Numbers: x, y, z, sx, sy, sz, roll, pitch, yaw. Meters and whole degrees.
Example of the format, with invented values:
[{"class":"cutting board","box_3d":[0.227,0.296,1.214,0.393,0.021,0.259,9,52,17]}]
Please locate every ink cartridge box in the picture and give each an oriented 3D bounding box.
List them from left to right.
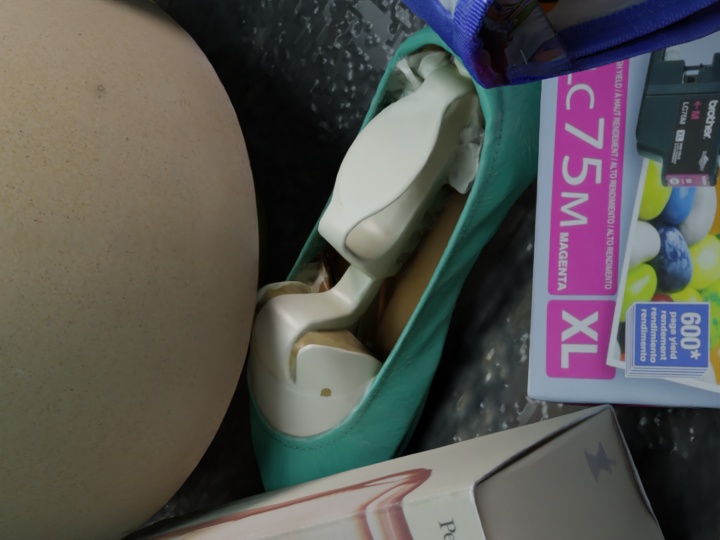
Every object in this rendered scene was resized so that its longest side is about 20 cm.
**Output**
[{"class":"ink cartridge box","box_3d":[0.140,-0.016,0.837,0.200,0.042,0.120,0,86,39]}]

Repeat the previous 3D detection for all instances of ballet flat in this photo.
[{"class":"ballet flat","box_3d":[0.000,0.000,0.932,0.067,0.070,0.200,40,111,35]}]

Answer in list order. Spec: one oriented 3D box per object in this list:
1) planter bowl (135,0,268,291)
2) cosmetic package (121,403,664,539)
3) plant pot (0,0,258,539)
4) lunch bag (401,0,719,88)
[{"class":"planter bowl","box_3d":[-0.094,-0.008,1.004,0.200,0.083,0.201,-4,84,40]},{"class":"cosmetic package","box_3d":[-0.003,0.119,0.897,0.200,0.087,0.103,-19,92,38]},{"class":"plant pot","box_3d":[-0.150,-0.005,0.910,0.200,0.134,0.201,-4,84,40]},{"class":"lunch bag","box_3d":[0.067,-0.158,0.740,0.200,0.124,0.170,-37,57,-1]}]
